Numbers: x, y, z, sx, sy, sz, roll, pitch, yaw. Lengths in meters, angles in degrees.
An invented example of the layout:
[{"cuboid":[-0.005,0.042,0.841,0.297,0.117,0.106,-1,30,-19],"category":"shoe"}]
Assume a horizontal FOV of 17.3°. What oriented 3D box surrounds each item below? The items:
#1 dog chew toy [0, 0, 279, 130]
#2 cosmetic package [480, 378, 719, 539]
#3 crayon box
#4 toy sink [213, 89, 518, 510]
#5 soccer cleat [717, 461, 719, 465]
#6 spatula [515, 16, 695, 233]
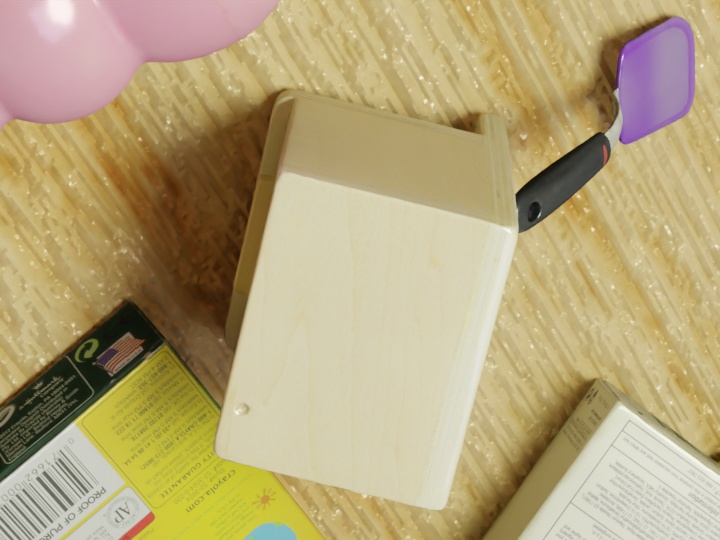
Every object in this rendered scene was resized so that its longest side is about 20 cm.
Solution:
[{"cuboid":[-0.123,-0.117,0.953,0.199,0.125,0.125,-35,125,-1],"category":"dog chew toy"},{"cuboid":[0.109,0.169,1.220,0.105,0.071,0.200,37,94,-7],"category":"cosmetic package"},{"cuboid":[-0.097,0.128,1.121,0.127,0.051,0.200,-39,125,-7],"category":"crayon box"},{"cuboid":[0.000,0.000,1.063,0.111,0.200,0.131,14,108,-2],"category":"toy sink"},{"cuboid":[0.226,0.192,1.311,0.067,0.081,0.201,-20,121,-19],"category":"soccer cleat"},{"cuboid":[0.115,-0.065,1.111,0.200,0.020,0.057,-43,137,-52],"category":"spatula"}]
